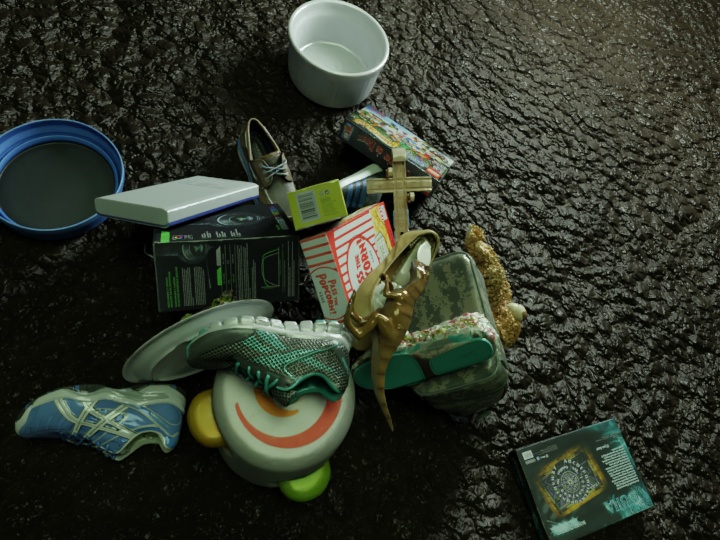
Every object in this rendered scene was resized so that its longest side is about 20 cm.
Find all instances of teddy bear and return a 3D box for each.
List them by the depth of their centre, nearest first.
[{"bbox_3d":[0.215,0.021,0.889,0.065,0.147,0.203,-14,47,0],"label":"teddy bear"}]

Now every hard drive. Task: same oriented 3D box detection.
[{"bbox_3d":[-0.255,-0.104,0.793,0.128,0.026,0.199,10,21,22],"label":"hard drive"}]

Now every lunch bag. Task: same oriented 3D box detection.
[{"bbox_3d":[0.140,0.103,0.808,0.136,0.168,0.205,-21,60,17],"label":"lunch bag"}]

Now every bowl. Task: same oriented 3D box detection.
[{"bbox_3d":[-0.460,-0.137,0.830,0.194,0.040,0.206,7,60,-13],"label":"bowl"}]

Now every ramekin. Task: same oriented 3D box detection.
[{"bbox_3d":[-0.050,-0.414,1.068,0.194,0.098,0.206,7,60,-12],"label":"ramekin"}]

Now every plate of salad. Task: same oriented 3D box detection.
[{"bbox_3d":[-0.202,0.082,0.691,0.196,0.201,0.049,-22,70,-25],"label":"plate of salad"}]

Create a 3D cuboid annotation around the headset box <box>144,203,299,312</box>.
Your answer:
[{"bbox_3d":[-0.196,-0.025,0.766,0.193,0.096,0.174,-4,21,-17],"label":"headset box"}]

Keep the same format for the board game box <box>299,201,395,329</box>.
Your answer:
[{"bbox_3d":[0.000,0.000,0.795,0.199,0.045,0.156,-37,112,-59],"label":"board game box"}]

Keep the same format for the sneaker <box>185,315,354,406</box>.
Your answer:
[{"bbox_3d":[-0.098,0.107,0.623,0.193,0.079,0.093,1,54,-11],"label":"sneaker"}]

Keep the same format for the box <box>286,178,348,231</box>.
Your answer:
[{"bbox_3d":[-0.059,-0.090,0.777,0.073,0.200,0.052,-15,97,0],"label":"box"}]

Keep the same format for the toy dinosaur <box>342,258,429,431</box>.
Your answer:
[{"bbox_3d":[0.028,0.073,0.647,0.103,0.060,0.205,21,81,-2],"label":"toy dinosaur"}]

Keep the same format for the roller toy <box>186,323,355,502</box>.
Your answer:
[{"bbox_3d":[-0.103,0.170,0.709,0.196,0.141,0.186,26,57,0],"label":"roller toy"}]

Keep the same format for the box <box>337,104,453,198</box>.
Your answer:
[{"bbox_3d":[0.068,-0.220,1.000,0.197,0.038,0.137,34,31,3],"label":"box"}]

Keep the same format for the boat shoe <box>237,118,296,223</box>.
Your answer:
[{"bbox_3d":[-0.153,-0.163,0.915,0.071,0.073,0.203,-23,71,-26],"label":"boat shoe"}]

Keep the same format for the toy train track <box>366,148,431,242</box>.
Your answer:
[{"bbox_3d":[0.068,-0.098,0.910,0.111,0.033,0.208,-4,94,-6],"label":"toy train track"}]

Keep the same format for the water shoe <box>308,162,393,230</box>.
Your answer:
[{"bbox_3d":[-0.006,-0.114,0.933,0.198,0.072,0.079,-38,79,-29],"label":"water shoe"}]

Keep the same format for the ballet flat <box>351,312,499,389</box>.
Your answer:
[{"bbox_3d":[0.082,0.103,0.708,0.194,0.077,0.065,-15,32,16],"label":"ballet flat"}]

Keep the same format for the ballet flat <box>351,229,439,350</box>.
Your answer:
[{"bbox_3d":[0.046,0.016,0.722,0.069,0.062,0.202,46,55,-21],"label":"ballet flat"}]

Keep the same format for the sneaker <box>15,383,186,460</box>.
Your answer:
[{"bbox_3d":[-0.315,0.188,0.674,0.193,0.076,0.079,-2,58,-16],"label":"sneaker"}]

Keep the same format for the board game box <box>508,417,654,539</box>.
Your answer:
[{"bbox_3d":[0.330,0.314,0.824,0.194,0.028,0.139,-8,65,-21],"label":"board game box"}]
